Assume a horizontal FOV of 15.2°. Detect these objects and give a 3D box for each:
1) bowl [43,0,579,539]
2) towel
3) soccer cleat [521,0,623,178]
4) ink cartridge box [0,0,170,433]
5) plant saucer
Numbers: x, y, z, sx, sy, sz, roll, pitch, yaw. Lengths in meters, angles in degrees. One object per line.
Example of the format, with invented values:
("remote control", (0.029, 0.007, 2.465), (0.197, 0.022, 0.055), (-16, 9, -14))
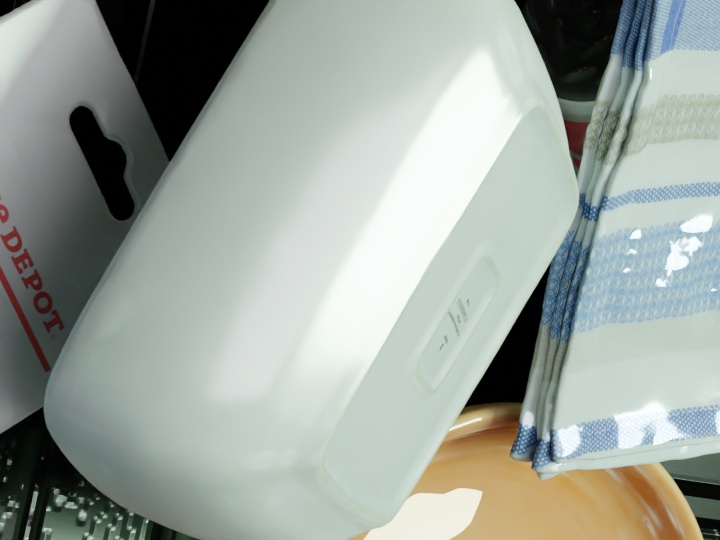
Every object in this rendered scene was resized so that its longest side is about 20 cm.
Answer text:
("bowl", (0.000, 0.000, 0.831), (0.200, 0.075, 0.200), (-58, 164, -7))
("towel", (0.133, -0.022, 0.926), (0.147, 0.024, 0.200), (-4, 118, -30))
("soccer cleat", (0.120, -0.119, 0.960), (0.200, 0.068, 0.073), (-55, 155, -23))
("ink cartridge box", (-0.155, 0.003, 0.802), (0.200, 0.068, 0.115), (-32, 114, -22))
("plant saucer", (0.040, 0.143, 0.968), (0.200, 0.037, 0.200), (-6, 103, -30))
